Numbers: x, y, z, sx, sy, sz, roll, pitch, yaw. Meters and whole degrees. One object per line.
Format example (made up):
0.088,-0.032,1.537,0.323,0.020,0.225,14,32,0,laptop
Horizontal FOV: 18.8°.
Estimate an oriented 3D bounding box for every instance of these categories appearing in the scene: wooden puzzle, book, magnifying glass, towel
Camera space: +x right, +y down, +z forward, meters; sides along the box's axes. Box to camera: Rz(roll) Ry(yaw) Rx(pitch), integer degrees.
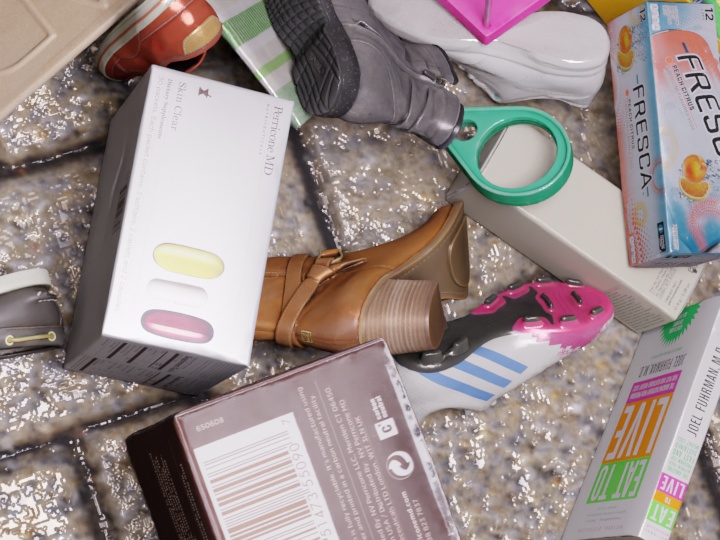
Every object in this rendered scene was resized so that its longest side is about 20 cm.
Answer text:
-0.253,-0.222,1.601,0.200,0.046,0.185,-42,69,5,wooden puzzle
0.235,0.125,1.697,0.048,0.134,0.201,26,73,-11,book
0.075,-0.110,1.689,0.199,0.022,0.080,25,71,28,magnifying glass
-0.093,-0.201,1.661,0.023,0.153,0.200,-38,94,20,towel

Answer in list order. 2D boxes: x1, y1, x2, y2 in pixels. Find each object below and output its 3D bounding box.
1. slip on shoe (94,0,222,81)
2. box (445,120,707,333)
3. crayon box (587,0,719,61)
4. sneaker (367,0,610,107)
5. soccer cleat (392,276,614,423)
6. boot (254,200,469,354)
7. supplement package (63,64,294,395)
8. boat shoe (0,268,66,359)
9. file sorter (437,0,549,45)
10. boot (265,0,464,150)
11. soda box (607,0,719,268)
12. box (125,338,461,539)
-0.147,-0.166,1.593,0.061,0.200,0.074,47,73,-8,slip on shoe
0.174,-0.035,1.736,0.199,0.082,0.069,35,72,-10,box
0.278,-0.193,1.778,0.058,0.119,0.200,-41,93,-22,crayon box
0.098,-0.175,1.745,0.199,0.089,0.076,19,56,11,sneaker
0.107,0.066,1.706,0.199,0.087,0.070,-15,40,-24,soccer cleat
0.000,0.000,1.672,0.154,0.200,0.074,0,114,17,boot
-0.134,-0.025,1.594,0.110,0.156,0.202,12,76,-16,supplement package
-0.310,0.054,1.567,0.200,0.072,0.061,-18,81,-23,boat shoe
0.086,-0.310,1.698,0.139,0.126,0.200,-36,67,-20,file sorter
0.004,-0.181,1.668,0.131,0.070,0.201,12,53,-35,boot
0.242,-0.106,1.690,0.063,0.068,0.202,-2,82,-23,soda box
-0.053,0.161,1.559,0.163,0.200,0.167,-20,88,-18,box
